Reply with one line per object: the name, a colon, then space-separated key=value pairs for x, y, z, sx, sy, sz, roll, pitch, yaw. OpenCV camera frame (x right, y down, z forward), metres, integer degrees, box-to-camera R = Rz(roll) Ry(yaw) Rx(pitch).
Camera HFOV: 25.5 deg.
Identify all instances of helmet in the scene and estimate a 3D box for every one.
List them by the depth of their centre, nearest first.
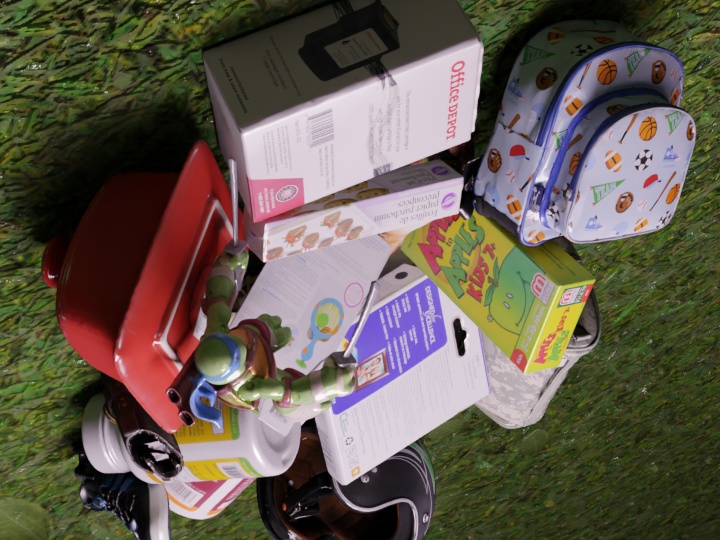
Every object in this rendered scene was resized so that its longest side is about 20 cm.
helmet: x=-0.006 y=0.248 z=1.863 sx=0.190 sy=0.201 sz=0.200 roll=16 pitch=133 yaw=-38

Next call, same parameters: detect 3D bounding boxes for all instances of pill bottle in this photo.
pill bottle: x=-0.169 y=0.153 z=1.570 sx=0.199 sy=0.112 sz=0.111 roll=-7 pitch=164 yaw=24
pill bottle: x=-0.137 y=0.168 z=1.693 sx=0.114 sy=0.114 sz=0.200 roll=0 pitch=144 yaw=-46

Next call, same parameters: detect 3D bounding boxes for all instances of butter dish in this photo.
butter dish: x=-0.190 y=0.006 z=1.295 sx=0.147 sy=0.201 sz=0.200 roll=13 pitch=159 yaw=15

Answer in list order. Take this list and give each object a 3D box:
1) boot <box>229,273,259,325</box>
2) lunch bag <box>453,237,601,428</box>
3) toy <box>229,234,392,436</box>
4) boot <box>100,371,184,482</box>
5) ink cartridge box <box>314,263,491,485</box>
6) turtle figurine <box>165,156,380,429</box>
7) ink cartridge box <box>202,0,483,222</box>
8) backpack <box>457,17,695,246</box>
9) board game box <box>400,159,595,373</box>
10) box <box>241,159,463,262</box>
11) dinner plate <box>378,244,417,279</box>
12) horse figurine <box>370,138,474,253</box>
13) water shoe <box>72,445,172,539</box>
boot: x=-0.118 y=0.030 z=1.468 sx=0.154 sy=0.072 sz=0.200 roll=-18 pitch=162 yaw=2
lunch bag: x=0.175 y=0.062 z=1.743 sx=0.139 sy=0.168 sz=0.200 roll=-16 pitch=153 yaw=-25
toy: x=-0.064 y=0.033 z=1.424 sx=0.115 sy=0.047 sz=0.201 roll=38 pitch=72 yaw=-38
boot: x=-0.204 y=0.115 z=1.444 sx=0.069 sy=0.175 sz=0.200 roll=-29 pitch=156 yaw=3
ink cartridge box: x=0.037 y=0.097 z=1.646 sx=0.200 sy=0.043 sz=0.199 roll=-29 pitch=129 yaw=-22
turtle figurine: x=-0.057 y=0.045 z=1.260 sx=0.194 sy=0.143 sz=0.201 roll=61 pitch=47 yaw=-77
ink cartridge box: x=-0.012 y=-0.137 z=1.258 sx=0.199 sy=0.085 sz=0.145 roll=-22 pitch=155 yaw=-10
backpack: x=0.202 y=-0.122 z=1.410 sx=0.199 sy=0.154 sz=0.191 roll=-12 pitch=118 yaw=-39
board game box: x=0.124 y=-0.007 z=1.487 sx=0.047 sy=0.200 sz=0.102 roll=-10 pitch=132 yaw=-36
box: x=-0.005 y=-0.053 z=1.356 sx=0.199 sy=0.041 sz=0.039 roll=-14 pitch=127 yaw=-28
dinner plate: x=0.000 y=0.000 z=1.615 sx=0.199 sy=0.024 sz=0.200 roll=-23 pitch=155 yaw=-12
horse figurine: x=0.035 y=-0.070 z=1.457 sx=0.200 sy=0.050 sz=0.132 roll=-38 pitch=136 yaw=21
water shoe: x=-0.247 y=0.236 z=1.636 sx=0.079 sy=0.200 sz=0.072 roll=-9 pitch=112 yaw=-18
